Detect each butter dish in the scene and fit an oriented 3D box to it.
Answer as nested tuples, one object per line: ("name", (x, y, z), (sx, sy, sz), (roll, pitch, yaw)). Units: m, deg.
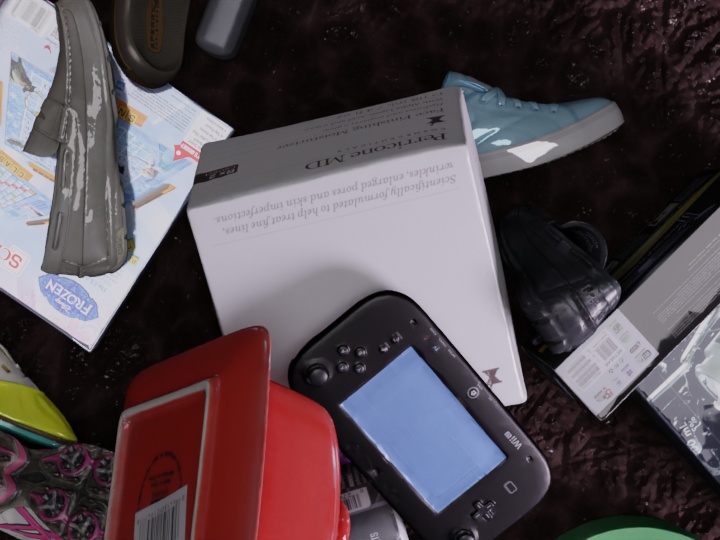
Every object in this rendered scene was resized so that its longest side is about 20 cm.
("butter dish", (-0.073, 0.158, 1.050), (0.147, 0.199, 0.202), (18, 66, -31))

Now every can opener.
("can opener", (-0.058, -0.248, 1.201), (0.066, 0.053, 0.202), (21, 93, -2))

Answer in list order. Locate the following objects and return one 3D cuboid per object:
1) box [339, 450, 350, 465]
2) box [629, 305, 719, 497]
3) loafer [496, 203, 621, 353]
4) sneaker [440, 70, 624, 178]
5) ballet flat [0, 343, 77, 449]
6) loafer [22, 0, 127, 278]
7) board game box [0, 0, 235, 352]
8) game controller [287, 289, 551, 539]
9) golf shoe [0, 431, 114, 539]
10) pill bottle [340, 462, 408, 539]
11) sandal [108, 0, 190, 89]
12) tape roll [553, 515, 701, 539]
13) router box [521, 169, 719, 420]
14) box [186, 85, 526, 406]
("box", (-0.049, 0.206, 1.230), (0.141, 0.036, 0.203), (-10, 94, -2))
("box", (0.322, 0.082, 1.195), (0.196, 0.124, 0.200), (-43, 93, 2))
("loafer", (0.143, -0.004, 1.145), (0.070, 0.201, 0.068), (-32, 109, 8))
("sneaker", (0.096, -0.113, 1.201), (0.197, 0.074, 0.083), (-14, 98, -2))
("ballet flat", (-0.301, 0.079, 1.204), (0.197, 0.067, 0.068), (15, 78, -1))
("loafer", (-0.207, -0.095, 1.152), (0.069, 0.070, 0.203), (-5, 93, -11))
("board game box", (-0.228, -0.078, 1.208), (0.199, 0.041, 0.201), (34, 90, -3))
("game controller", (0.042, 0.105, 1.090), (0.104, 0.042, 0.200), (-35, 111, 14))
("golf shoe", (-0.213, 0.167, 1.171), (0.198, 0.092, 0.073), (14, 67, 24))
("pill bottle", (-0.063, 0.211, 1.160), (0.198, 0.106, 0.108), (-18, 93, -1))
("sandal", (-0.147, -0.235, 1.172), (0.081, 0.054, 0.203), (11, 74, -44))
("tape roll", (0.208, 0.292, 1.235), (0.197, 0.048, 0.203), (0, 92, -2))
("router box", (0.213, 0.012, 1.169), (0.200, 0.157, 0.052), (-44, 94, 1))
("box", (0.000, 0.000, 1.136), (0.196, 0.131, 0.202), (-12, 114, 5))
